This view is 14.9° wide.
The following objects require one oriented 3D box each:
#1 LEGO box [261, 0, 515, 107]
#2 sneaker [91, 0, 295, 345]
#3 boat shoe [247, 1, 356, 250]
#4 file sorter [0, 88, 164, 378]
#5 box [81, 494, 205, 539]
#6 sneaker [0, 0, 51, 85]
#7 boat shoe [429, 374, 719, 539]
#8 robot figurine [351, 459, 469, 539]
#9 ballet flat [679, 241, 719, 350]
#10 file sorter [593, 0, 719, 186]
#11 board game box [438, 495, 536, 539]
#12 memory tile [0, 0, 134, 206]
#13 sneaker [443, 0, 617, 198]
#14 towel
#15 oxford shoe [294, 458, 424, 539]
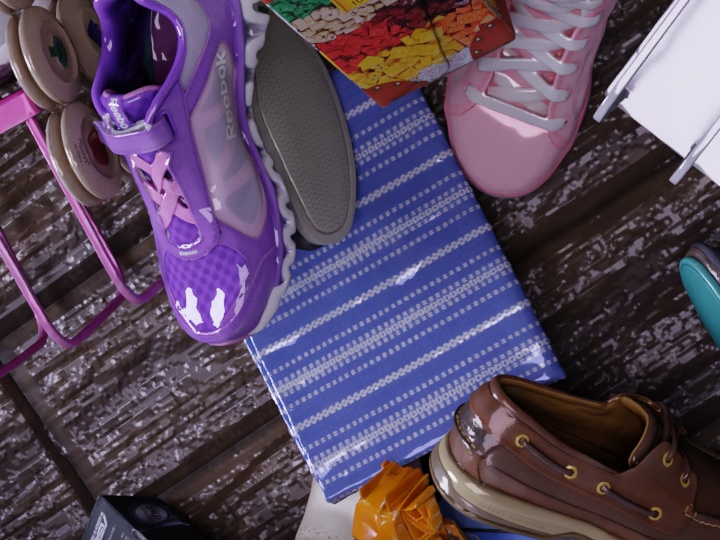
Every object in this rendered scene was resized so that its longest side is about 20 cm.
[{"bbox_3d":[-0.014,-0.200,1.283,0.077,0.149,0.201,-26,61,17],"label":"LEGO box"},{"bbox_3d":[-0.088,-0.061,1.318,0.080,0.088,0.202,-2,97,33],"label":"sneaker"},{"bbox_3d":[-0.063,-0.098,1.391,0.067,0.072,0.201,-31,81,37],"label":"boat shoe"},{"bbox_3d":[-0.204,-0.006,1.414,0.199,0.139,0.126,-26,97,16],"label":"file sorter"},{"bbox_3d":[-0.114,0.243,1.443,0.160,0.043,0.201,35,110,45],"label":"box"},{"bbox_3d":[-0.252,-0.109,1.434,0.199,0.075,0.082,-22,97,16],"label":"sneaker"},{"bbox_3d":[0.135,0.100,1.357,0.199,0.072,0.068,15,122,-19],"label":"boat shoe"},{"bbox_3d":[0.023,0.206,1.378,0.058,0.145,0.201,12,132,50],"label":"robot figurine"},{"bbox_3d":[0.231,0.066,1.371,0.073,0.073,0.201,-29,87,16],"label":"ballet flat"},{"bbox_3d":[0.229,-0.070,1.310,0.200,0.125,0.139,38,107,3],"label":"file sorter"},{"bbox_3d":[0.128,0.169,1.433,0.199,0.019,0.103,27,105,6],"label":"board game box"},{"bbox_3d":[-0.146,-0.138,1.366,0.017,0.153,0.201,-21,97,21],"label":"memory tile"},{"bbox_3d":[0.085,-0.125,1.343,0.075,0.105,0.201,21,106,6],"label":"sneaker"},{"bbox_3d":[0.000,0.000,1.402,0.144,0.024,0.201,-30,76,14],"label":"towel"},{"bbox_3d":[-0.011,0.163,1.424,0.071,0.074,0.202,12,105,45],"label":"oxford shoe"}]
